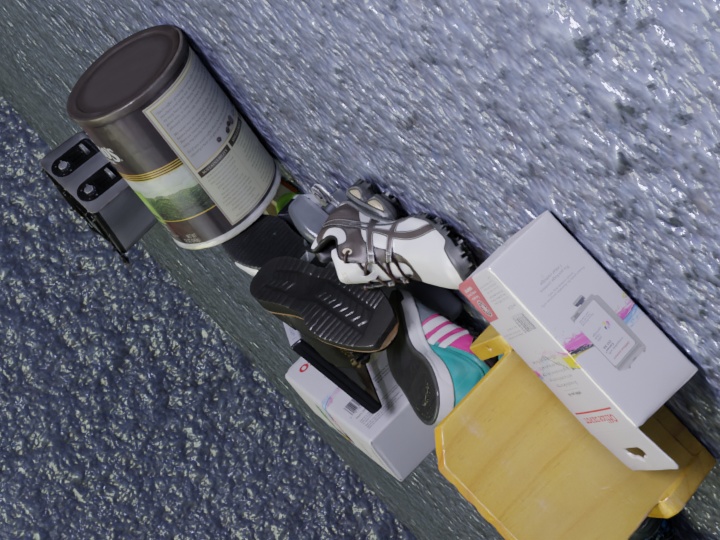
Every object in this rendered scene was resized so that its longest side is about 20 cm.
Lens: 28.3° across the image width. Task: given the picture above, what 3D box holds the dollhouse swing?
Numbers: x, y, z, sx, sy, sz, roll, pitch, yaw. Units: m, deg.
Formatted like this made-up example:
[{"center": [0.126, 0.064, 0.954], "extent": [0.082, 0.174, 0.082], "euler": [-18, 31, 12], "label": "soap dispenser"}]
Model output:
[{"center": [0.154, 0.148, 1.187], "extent": [0.200, 0.176, 0.182], "euler": [45, 169, 0], "label": "dollhouse swing"}]

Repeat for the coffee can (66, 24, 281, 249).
[{"center": [-0.198, -0.142, 1.539], "extent": [0.146, 0.146, 0.200], "euler": [31, 162, 53], "label": "coffee can"}]

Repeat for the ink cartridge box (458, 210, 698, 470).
[{"center": [0.173, 0.057, 1.072], "extent": [0.200, 0.067, 0.116], "euler": [48, 169, 1], "label": "ink cartridge box"}]

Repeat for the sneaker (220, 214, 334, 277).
[{"center": [-0.067, 0.006, 1.529], "extent": [0.200, 0.074, 0.089], "euler": [26, 152, 35], "label": "sneaker"}]

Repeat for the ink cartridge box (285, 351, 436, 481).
[{"center": [0.026, 0.137, 1.699], "extent": [0.200, 0.145, 0.084], "euler": [32, 162, 51], "label": "ink cartridge box"}]

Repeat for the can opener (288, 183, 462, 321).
[{"center": [0.012, -0.008, 1.437], "extent": [0.200, 0.067, 0.053], "euler": [45, 169, 6], "label": "can opener"}]

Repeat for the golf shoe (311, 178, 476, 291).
[{"center": [0.031, -0.010, 1.298], "extent": [0.200, 0.094, 0.078], "euler": [29, 158, 53], "label": "golf shoe"}]

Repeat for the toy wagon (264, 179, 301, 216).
[{"center": [-0.045, -0.022, 1.678], "extent": [0.200, 0.040, 0.155], "euler": [45, 169, 1], "label": "toy wagon"}]

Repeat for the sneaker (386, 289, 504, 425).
[{"center": [0.098, 0.077, 1.338], "extent": [0.200, 0.121, 0.084], "euler": [-116, 31, -59], "label": "sneaker"}]

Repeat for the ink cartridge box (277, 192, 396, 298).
[{"center": [0.000, 0.000, 1.556], "extent": [0.200, 0.039, 0.099], "euler": [49, 159, -20], "label": "ink cartridge box"}]

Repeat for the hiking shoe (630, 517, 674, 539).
[{"center": [0.271, 0.234, 1.364], "extent": [0.087, 0.074, 0.200], "euler": [38, 178, 4], "label": "hiking shoe"}]

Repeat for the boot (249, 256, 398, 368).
[{"center": [-0.005, 0.060, 1.406], "extent": [0.200, 0.077, 0.138], "euler": [28, 163, 51], "label": "boot"}]

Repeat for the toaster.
[{"center": [-0.482, -0.140, 2.683], "extent": [0.181, 0.119, 0.200], "euler": [41, 167, 28], "label": "toaster"}]

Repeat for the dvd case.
[{"center": [-0.046, 0.061, 1.602], "extent": [0.143, 0.018, 0.200], "euler": [42, -165, -34], "label": "dvd case"}]
